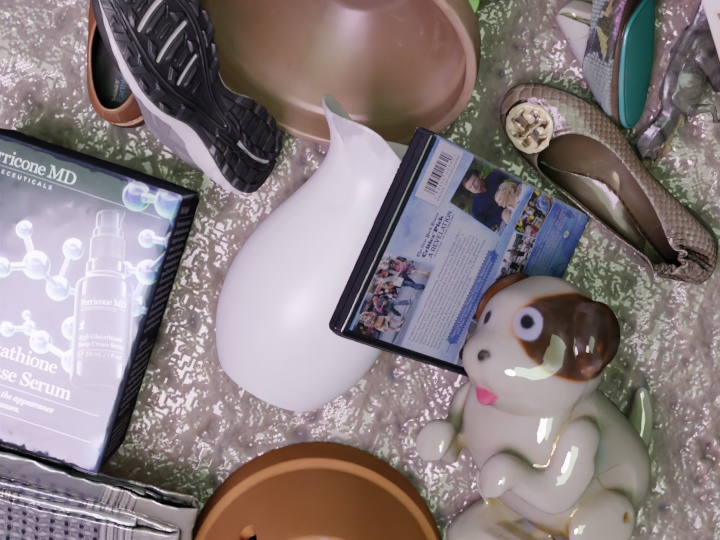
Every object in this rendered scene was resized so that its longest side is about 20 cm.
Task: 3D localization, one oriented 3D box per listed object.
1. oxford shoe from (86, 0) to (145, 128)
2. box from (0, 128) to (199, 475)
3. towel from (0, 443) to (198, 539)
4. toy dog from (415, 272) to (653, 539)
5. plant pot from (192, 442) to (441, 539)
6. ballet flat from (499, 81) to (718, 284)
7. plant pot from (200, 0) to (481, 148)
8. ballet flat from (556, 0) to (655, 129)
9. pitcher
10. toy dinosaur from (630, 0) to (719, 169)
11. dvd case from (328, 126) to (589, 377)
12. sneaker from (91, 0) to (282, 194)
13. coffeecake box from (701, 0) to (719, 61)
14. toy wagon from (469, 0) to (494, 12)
[{"bbox_3d":[-0.158,-0.202,0.928,0.071,0.071,0.202,4,93,0],"label":"oxford shoe"},{"bbox_3d":[-0.215,0.018,0.926,0.147,0.107,0.202,17,93,-2],"label":"box"},{"bbox_3d":[-0.226,0.217,0.944,0.191,0.035,0.201,16,119,-3],"label":"towel"},{"bbox_3d":[0.134,0.101,0.905,0.193,0.139,0.202,-27,121,-18],"label":"toy dog"},{"bbox_3d":[-0.031,0.237,0.934,0.198,0.140,0.202,0,96,-2],"label":"plant pot"},{"bbox_3d":[0.178,-0.058,0.950,0.200,0.046,0.067,42,135,-7],"label":"ballet flat"},{"bbox_3d":[-0.010,-0.180,0.900,0.199,0.201,0.093,19,57,-3],"label":"plant pot"},{"bbox_3d":[0.173,-0.194,0.919,0.071,0.069,0.201,20,135,23],"label":"ballet flat"},{"bbox_3d":[0.000,0.000,0.927,0.170,0.121,0.201,20,106,-31],"label":"pitcher"},{"bbox_3d":[0.256,-0.158,0.944,0.087,0.047,0.202,7,107,-23],"label":"toy dinosaur"},{"bbox_3d":[0.073,-0.001,0.912,0.199,0.017,0.144,21,96,-48],"label":"dvd case"},{"bbox_3d":[-0.129,-0.126,0.885,0.079,0.201,0.074,18,64,34],"label":"sneaker"},{"bbox_3d":[0.271,-0.255,0.868,0.153,0.073,0.201,-42,117,-39],"label":"coffeecake box"},{"bbox_3d":[0.085,-0.253,0.944,0.154,0.040,0.202,20,94,-3],"label":"toy wagon"}]
